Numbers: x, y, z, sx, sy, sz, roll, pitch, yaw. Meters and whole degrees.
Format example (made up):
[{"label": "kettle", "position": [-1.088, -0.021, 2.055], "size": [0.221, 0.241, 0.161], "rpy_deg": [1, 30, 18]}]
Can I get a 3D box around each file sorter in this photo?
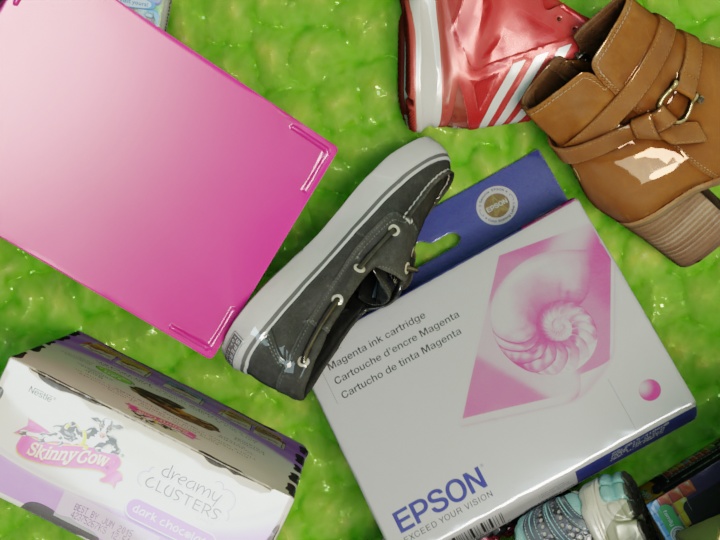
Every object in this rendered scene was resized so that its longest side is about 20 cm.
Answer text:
[{"label": "file sorter", "position": [-0.144, -0.071, 0.940], "size": [0.199, 0.125, 0.140], "rpy_deg": [32, 90, -22]}]

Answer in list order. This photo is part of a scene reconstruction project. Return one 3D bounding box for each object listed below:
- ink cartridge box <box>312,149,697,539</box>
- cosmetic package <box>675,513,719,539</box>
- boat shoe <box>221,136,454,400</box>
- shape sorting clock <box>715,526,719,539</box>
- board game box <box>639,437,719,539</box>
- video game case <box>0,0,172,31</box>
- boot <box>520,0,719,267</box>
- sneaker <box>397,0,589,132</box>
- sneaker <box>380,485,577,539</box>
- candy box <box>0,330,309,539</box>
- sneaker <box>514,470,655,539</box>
[{"label": "ink cartridge box", "position": [0.067, 0.045, 0.974], "size": [0.195, 0.043, 0.201], "rpy_deg": [-29, 68, 1]}, {"label": "cosmetic package", "position": [0.244, 0.171, 0.880], "size": [0.103, 0.200, 0.074], "rpy_deg": [-23, 89, 0]}, {"label": "boat shoe", "position": [0.000, 0.000, 0.966], "size": [0.056, 0.069, 0.200], "rpy_deg": [35, 59, 14]}, {"label": "shape sorting clock", "position": [0.259, 0.157, 0.760], "size": [0.198, 0.039, 0.203], "rpy_deg": [0, 86, 1]}, {"label": "board game box", "position": [0.287, 0.183, 1.008], "size": [0.164, 0.057, 0.201], "rpy_deg": [-30, 91, -1]}, {"label": "video game case", "position": [-0.218, -0.167, 1.019], "size": [0.198, 0.022, 0.184], "rpy_deg": [11, 92, 1]}, {"label": "boot", "position": [0.203, -0.116, 0.973], "size": [0.155, 0.077, 0.200], "rpy_deg": [40, 105, -22]}, {"label": "sneaker", "position": [0.082, -0.186, 1.000], "size": [0.114, 0.078, 0.202], "rpy_deg": [0, 104, -8]}, {"label": "sneaker", "position": [0.049, 0.150, 1.005], "size": [0.199, 0.081, 0.075], "rpy_deg": [-39, 70, -3]}, {"label": "candy box", "position": [-0.121, 0.108, 0.937], "size": [0.167, 0.200, 0.072], "rpy_deg": [27, 92, 0]}, {"label": "sneaker", "position": [0.147, 0.203, 0.982], "size": [0.085, 0.078, 0.201], "rpy_deg": [-16, 122, 13]}]
